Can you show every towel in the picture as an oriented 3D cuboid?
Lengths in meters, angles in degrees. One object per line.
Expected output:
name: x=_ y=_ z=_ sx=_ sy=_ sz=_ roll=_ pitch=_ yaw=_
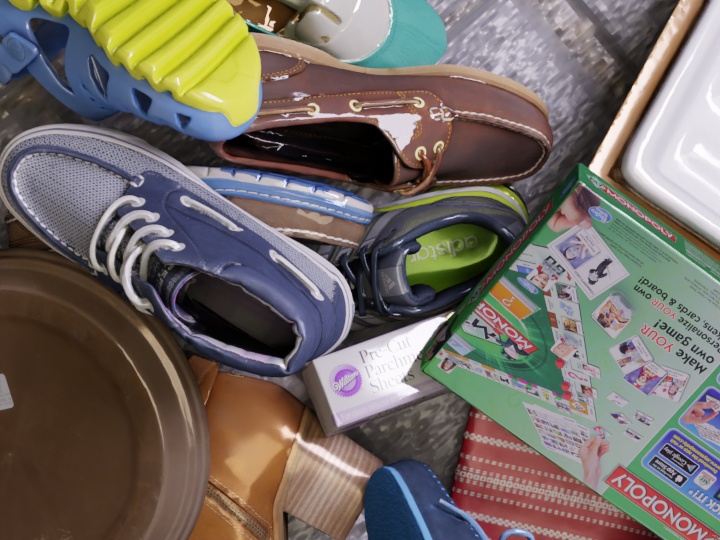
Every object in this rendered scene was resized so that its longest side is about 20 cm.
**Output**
towel: x=0.123 y=0.121 z=1.200 sx=0.144 sy=0.022 sz=0.201 roll=13 pitch=95 yaw=-8

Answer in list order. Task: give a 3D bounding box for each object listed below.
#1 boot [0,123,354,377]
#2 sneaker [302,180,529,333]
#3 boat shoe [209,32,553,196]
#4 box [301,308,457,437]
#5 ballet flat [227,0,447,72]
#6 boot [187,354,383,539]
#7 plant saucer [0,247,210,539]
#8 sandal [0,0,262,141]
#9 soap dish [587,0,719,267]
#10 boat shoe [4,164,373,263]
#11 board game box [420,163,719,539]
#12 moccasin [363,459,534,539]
boot: x=-0.100 y=-0.013 z=1.038 sx=0.199 sy=0.090 sz=0.073 roll=24 pitch=102 yaw=8
sneaker: x=0.000 y=0.000 z=1.140 sx=0.199 sy=0.081 sz=0.074 roll=-20 pitch=98 yaw=-2
boat shoe: x=0.011 y=-0.070 z=1.121 sx=0.199 sy=0.070 sz=0.071 roll=6 pitch=135 yaw=-17
box: x=0.068 y=0.037 z=1.144 sx=0.199 sy=0.039 sz=0.042 roll=-18 pitch=82 yaw=-14
ballet flat: x=-0.043 y=-0.149 z=1.122 sx=0.199 sy=0.070 sz=0.068 roll=22 pitch=88 yaw=-9
boot: x=-0.099 y=0.147 z=1.152 sx=0.155 sy=0.077 sz=0.200 roll=29 pitch=99 yaw=-5
plant saucer: x=-0.175 y=0.088 z=1.118 sx=0.199 sy=0.029 sz=0.201 roll=5 pitch=105 yaw=18
sandal: x=-0.129 y=-0.113 z=1.087 sx=0.079 sy=0.200 sz=0.087 roll=-31 pitch=140 yaw=-39
soap dish: x=0.218 y=-0.082 z=1.132 sx=0.157 sy=0.081 sz=0.200 roll=33 pitch=73 yaw=-10
boat shoe: x=-0.091 y=-0.019 z=1.118 sx=0.199 sy=0.072 sz=0.073 roll=5 pitch=89 yaw=16
board game box: x=0.150 y=0.055 z=1.093 sx=0.200 sy=0.029 sz=0.135 roll=35 pitch=113 yaw=-10
moccasin: x=0.067 y=0.189 z=1.111 sx=0.068 sy=0.080 sz=0.201 roll=-17 pitch=73 yaw=-29
